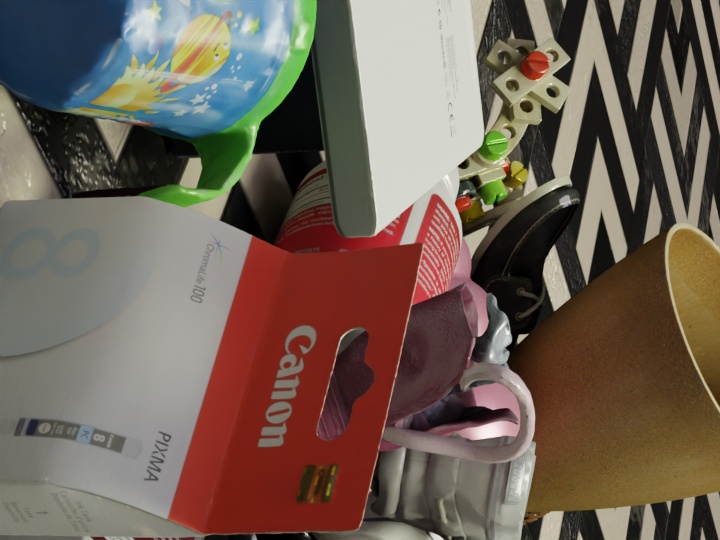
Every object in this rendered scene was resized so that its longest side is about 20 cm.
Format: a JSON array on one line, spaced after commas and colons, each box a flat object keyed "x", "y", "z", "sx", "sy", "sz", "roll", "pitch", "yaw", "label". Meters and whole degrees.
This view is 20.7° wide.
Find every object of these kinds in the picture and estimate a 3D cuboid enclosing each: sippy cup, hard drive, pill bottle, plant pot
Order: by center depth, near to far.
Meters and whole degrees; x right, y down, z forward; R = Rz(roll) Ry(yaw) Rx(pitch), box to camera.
[{"x": -0.110, "y": -0.126, "z": 0.927, "sx": 0.140, "sy": 0.178, "sz": 0.130, "roll": -54, "pitch": 160, "yaw": 24, "label": "sippy cup"}, {"x": 0.024, "y": -0.109, "z": 1.086, "sx": 0.200, "sy": 0.026, "sz": 0.132, "roll": -40, "pitch": 126, "yaw": -64, "label": "hard drive"}, {"x": 0.000, "y": 0.000, "z": 1.213, "sx": 0.200, "sy": 0.112, "sz": 0.112, "roll": -70, "pitch": 150, "yaw": -46, "label": "pill bottle"}, {"x": 0.179, "y": 0.093, "z": 1.383, "sx": 0.186, "sy": 0.200, "sz": 0.186, "roll": 41, "pitch": 33, "yaw": -35, "label": "plant pot"}]

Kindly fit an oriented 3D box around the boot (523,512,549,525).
[{"x": 0.070, "y": 0.137, "z": 1.468, "sx": 0.200, "sy": 0.075, "sz": 0.107, "roll": 20, "pitch": 50, "yaw": -63, "label": "boot"}]

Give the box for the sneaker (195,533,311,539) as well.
[{"x": -0.056, "y": 0.179, "z": 1.081, "sx": 0.200, "sy": 0.083, "sz": 0.072, "roll": 58, "pitch": 36, "yaw": -53, "label": "sneaker"}]

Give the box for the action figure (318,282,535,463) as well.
[{"x": -0.013, "y": 0.081, "z": 1.058, "sx": 0.149, "sy": 0.200, "sz": 0.134, "roll": -110, "pitch": -176, "yaw": -53, "label": "action figure"}]

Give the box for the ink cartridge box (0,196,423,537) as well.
[{"x": -0.085, "y": 0.038, "z": 0.853, "sx": 0.047, "sy": 0.200, "sz": 0.160, "roll": 67, "pitch": 28, "yaw": -44, "label": "ink cartridge box"}]

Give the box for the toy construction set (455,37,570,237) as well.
[{"x": 0.087, "y": -0.075, "z": 1.402, "sx": 0.092, "sy": 0.131, "sz": 0.200, "roll": 59, "pitch": -27, "yaw": 25, "label": "toy construction set"}]

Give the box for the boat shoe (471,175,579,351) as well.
[{"x": 0.112, "y": 0.012, "z": 1.424, "sx": 0.072, "sy": 0.068, "sz": 0.200, "roll": -19, "pitch": 149, "yaw": -44, "label": "boat shoe"}]

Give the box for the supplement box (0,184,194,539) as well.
[{"x": -0.117, "y": 0.070, "z": 0.961, "sx": 0.109, "sy": 0.061, "sz": 0.200, "roll": 61, "pitch": 34, "yaw": -50, "label": "supplement box"}]

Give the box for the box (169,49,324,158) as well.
[{"x": -0.042, "y": -0.193, "z": 1.117, "sx": 0.197, "sy": 0.117, "sz": 0.200, "roll": -54, "pitch": 137, "yaw": -58, "label": "box"}]

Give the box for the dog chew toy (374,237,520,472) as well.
[{"x": 0.045, "y": 0.056, "z": 1.327, "sx": 0.125, "sy": 0.124, "sz": 0.200, "roll": 23, "pitch": 58, "yaw": -68, "label": "dog chew toy"}]

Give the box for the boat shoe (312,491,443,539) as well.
[{"x": 0.015, "y": 0.187, "z": 1.286, "sx": 0.200, "sy": 0.074, "sz": 0.065, "roll": 37, "pitch": 48, "yaw": -63, "label": "boat shoe"}]

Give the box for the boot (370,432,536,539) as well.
[{"x": 0.055, "y": 0.133, "z": 1.206, "sx": 0.200, "sy": 0.095, "sz": 0.074, "roll": 81, "pitch": 21, "yaw": -71, "label": "boot"}]
